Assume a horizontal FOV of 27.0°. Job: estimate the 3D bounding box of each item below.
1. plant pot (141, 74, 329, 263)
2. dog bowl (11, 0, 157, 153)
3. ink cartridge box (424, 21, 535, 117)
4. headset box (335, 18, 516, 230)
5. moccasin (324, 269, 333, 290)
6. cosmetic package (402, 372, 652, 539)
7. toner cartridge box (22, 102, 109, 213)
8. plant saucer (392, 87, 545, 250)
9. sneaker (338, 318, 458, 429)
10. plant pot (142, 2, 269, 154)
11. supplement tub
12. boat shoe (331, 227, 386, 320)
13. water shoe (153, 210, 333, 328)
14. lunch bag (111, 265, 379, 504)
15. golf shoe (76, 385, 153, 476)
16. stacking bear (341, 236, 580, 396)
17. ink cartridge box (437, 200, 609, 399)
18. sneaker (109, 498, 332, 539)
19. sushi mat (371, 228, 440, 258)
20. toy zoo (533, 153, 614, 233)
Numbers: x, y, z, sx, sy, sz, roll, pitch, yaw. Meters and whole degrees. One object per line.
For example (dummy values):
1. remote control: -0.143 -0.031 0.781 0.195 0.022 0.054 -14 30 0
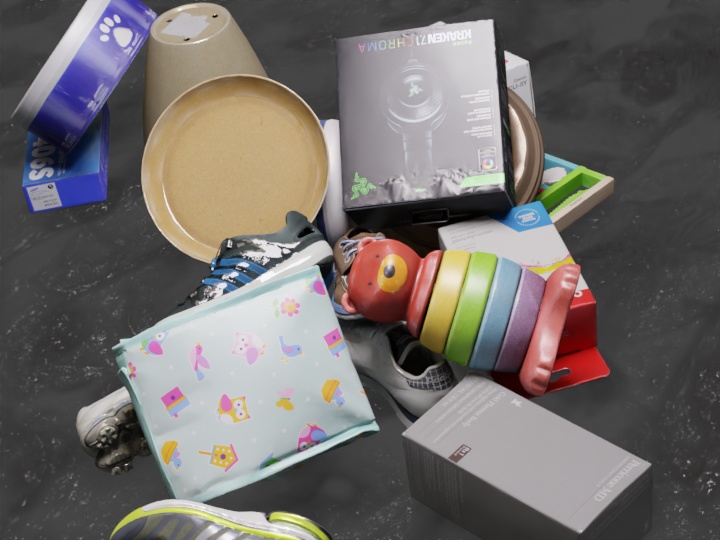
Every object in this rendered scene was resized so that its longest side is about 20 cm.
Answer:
1. plant pot: -0.127 -0.102 1.552 0.198 0.027 0.202 -1 81 9
2. dog bowl: -0.322 -0.239 1.758 0.079 0.200 0.201 33 40 -14
3. ink cartridge box: 0.093 -0.212 1.773 0.144 0.084 0.200 -23 30 -19
4. headset box: 0.068 -0.142 1.566 0.173 0.093 0.202 -5 76 12
5. moccasin: -0.121 0.034 1.538 0.199 0.081 0.068 -30 50 -25
6. cosmetic package: 0.144 0.182 1.299 0.199 0.091 0.107 22 45 38
7. toner cartridge box: -0.360 -0.152 1.851 0.094 0.043 0.201 -9 38 -2
8. plant saucer: 0.099 -0.122 1.618 0.198 0.029 0.202 -3 77 12
9. sneaker: 0.028 0.076 1.460 0.076 0.081 0.200 -32 42 -24
10. plant pot: -0.179 -0.199 1.746 0.186 0.201 0.188 -6 39 5
11. supplement tub: -0.106 -0.087 1.635 0.198 0.146 0.146 -3 39 8
12. boat shoe: 0.000 0.000 1.501 0.072 0.073 0.200 -7 11 -8
13. water shoe: -0.124 0.013 1.477 0.199 0.072 0.079 -27 65 -18
14. lunch bag: -0.107 0.110 1.360 0.199 0.171 0.122 -21 -4 -14
15. golf shoe: -0.185 0.119 1.460 0.199 0.079 0.097 -21 26 -22
16. stacking bear: 0.084 0.028 1.368 0.198 0.114 0.122 17 83 3
17. ink cartridge box: 0.161 0.029 1.490 0.115 0.068 0.201 -15 44 -7
18. sneaker: -0.127 0.249 1.287 0.198 0.074 0.081 0 43 15
19. sushi mat: 0.068 -0.037 1.643 0.095 0.012 0.200 -18 40 -11
20. toy zoo: 0.166 -0.099 1.682 0.199 0.021 0.131 25 44 36
